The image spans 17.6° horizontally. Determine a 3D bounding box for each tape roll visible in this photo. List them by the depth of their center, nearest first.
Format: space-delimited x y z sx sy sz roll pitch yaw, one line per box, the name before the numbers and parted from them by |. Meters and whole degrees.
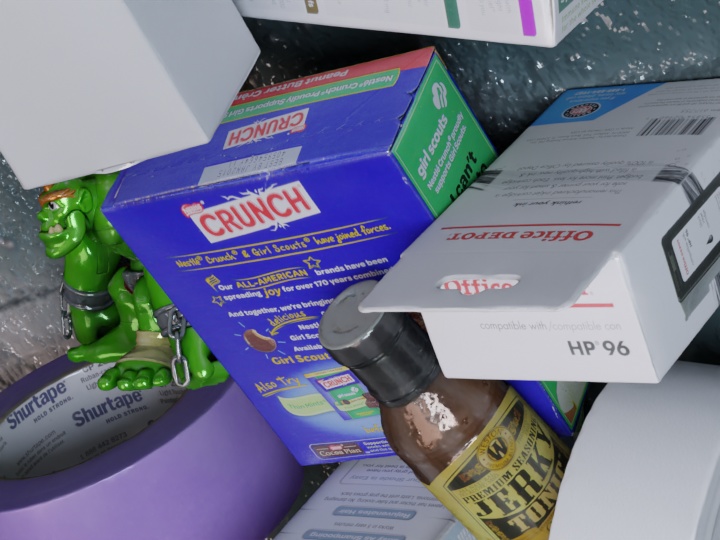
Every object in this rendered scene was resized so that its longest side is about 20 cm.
tape roll | 0.156 0.145 1.101 0.071 0.203 0.203 6 124 27
tape roll | -0.138 0.113 1.312 0.199 0.200 0.085 -6 117 40

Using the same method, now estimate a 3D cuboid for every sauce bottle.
sauce bottle | 0.052 0.081 1.092 0.065 0.065 0.200 -10 136 42

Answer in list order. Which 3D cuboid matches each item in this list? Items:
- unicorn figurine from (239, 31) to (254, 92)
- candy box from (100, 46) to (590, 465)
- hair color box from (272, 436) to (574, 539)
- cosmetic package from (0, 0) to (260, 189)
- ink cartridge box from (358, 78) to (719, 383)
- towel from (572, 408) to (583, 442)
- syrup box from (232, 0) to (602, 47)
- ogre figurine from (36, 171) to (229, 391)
unicorn figurine | -0.135 -0.151 1.181 0.200 0.138 0.074 43 130 -19
candy box | 0.000 0.000 1.134 0.169 0.077 0.200 -9 134 32
hair color box | 0.023 0.139 1.174 0.099 0.200 0.061 -1 120 37
cosmetic package | -0.144 -0.143 1.043 0.112 0.081 0.200 -10 127 29
ink cartridge box | 0.101 -0.009 1.032 0.116 0.200 0.068 -1 120 39
towel | 0.051 0.040 1.239 0.152 0.023 0.201 21 132 23
syrup box | 0.018 -0.161 1.072 0.199 0.079 0.082 10 126 32
ogre figurine | -0.125 -0.004 1.279 0.098 0.200 0.120 -7 98 -4
